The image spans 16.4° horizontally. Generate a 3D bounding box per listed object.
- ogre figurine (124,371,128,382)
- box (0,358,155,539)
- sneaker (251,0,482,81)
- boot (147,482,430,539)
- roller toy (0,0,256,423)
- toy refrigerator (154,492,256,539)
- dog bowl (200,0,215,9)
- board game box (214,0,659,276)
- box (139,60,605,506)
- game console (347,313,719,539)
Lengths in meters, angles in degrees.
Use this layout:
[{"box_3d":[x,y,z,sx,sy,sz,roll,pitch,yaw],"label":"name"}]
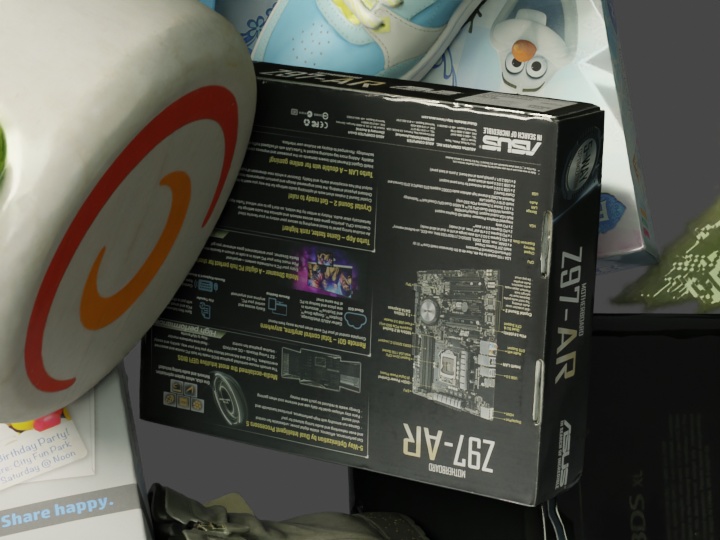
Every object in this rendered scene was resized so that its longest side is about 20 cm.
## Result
[{"box_3d":[-0.183,-0.016,1.158,0.120,0.098,0.200,-13,93,-5],"label":"ogre figurine"},{"box_3d":[-0.168,0.086,1.029,0.156,0.041,0.200,-12,46,-3],"label":"box"},{"box_3d":[0.014,-0.146,1.054,0.200,0.131,0.080,-45,72,5],"label":"sneaker"},{"box_3d":[-0.009,0.147,1.005,0.200,0.131,0.068,33,110,55],"label":"boot"},{"box_3d":[-0.142,-0.046,0.984,0.140,0.200,0.182,32,63,15],"label":"roller toy"},{"box_3d":[-0.039,0.203,1.078,0.200,0.076,0.070,53,132,16],"label":"toy refrigerator"},{"box_3d":[-0.098,-0.148,1.119,0.111,0.050,0.200,23,75,22],"label":"dog bowl"},{"box_3d":[0.019,-0.081,1.132,0.200,0.043,0.199,-11,76,14],"label":"board game box"},{"box_3d":[0.000,0.000,1.043,0.200,0.044,0.160,9,104,31],"label":"box"},{"box_3d":[0.094,0.124,1.092,0.176,0.116,0.200,0,81,-14],"label":"game console"}]
